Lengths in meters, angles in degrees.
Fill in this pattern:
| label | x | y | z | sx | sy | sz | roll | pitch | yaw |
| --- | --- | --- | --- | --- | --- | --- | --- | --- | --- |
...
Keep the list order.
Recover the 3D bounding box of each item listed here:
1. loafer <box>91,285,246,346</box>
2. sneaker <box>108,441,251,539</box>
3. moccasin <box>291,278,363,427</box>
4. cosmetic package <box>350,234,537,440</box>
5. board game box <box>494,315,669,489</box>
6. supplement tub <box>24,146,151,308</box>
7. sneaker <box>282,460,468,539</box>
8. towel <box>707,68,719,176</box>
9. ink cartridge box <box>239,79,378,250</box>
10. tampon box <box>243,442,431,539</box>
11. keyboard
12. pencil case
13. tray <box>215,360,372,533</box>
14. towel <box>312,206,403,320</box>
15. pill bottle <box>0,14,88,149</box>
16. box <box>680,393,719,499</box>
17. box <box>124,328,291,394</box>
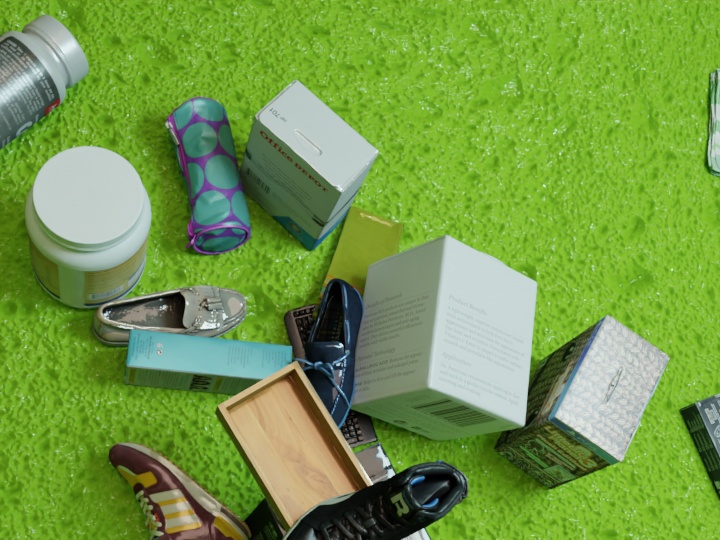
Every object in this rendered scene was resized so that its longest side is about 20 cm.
| label | x | y | z | sx | sy | sz | roll | pitch | yaw |
| --- | --- | --- | --- | --- | --- | --- | --- | --- | --- |
| loafer | -0.239 | 0.056 | 1.259 | 0.200 | 0.063 | 0.072 | -8 | 70 | -18 |
| sneaker | -0.229 | 0.285 | 1.164 | 0.200 | 0.075 | 0.090 | 36 | 61 | 2 |
| moccasin | -0.047 | 0.103 | 1.231 | 0.080 | 0.068 | 0.200 | -6 | 60 | 20 |
| cosmetic package | 0.104 | 0.091 | 1.257 | 0.165 | 0.165 | 0.200 | 26 | 61 | -31 |
| board game box | 0.281 | 0.175 | 1.278 | 0.097 | 0.200 | 0.160 | 34 | 64 | 0 |
| supplement tub | -0.329 | -0.050 | 1.201 | 0.144 | 0.200 | 0.145 | 6 | 67 | -14 |
| sneaker | 0.012 | 0.238 | 0.966 | 0.200 | 0.112 | 0.073 | -24 | 75 | -22 |
| towel | 0.646 | -0.231 | 1.639 | 0.152 | 0.023 | 0.200 | 15 | 65 | -10 |
| ink cartridge box | -0.075 | -0.133 | 1.304 | 0.146 | 0.200 | 0.086 | 42 | 64 | 3 |
| tampon box | -0.033 | 0.301 | 1.140 | 0.150 | 0.200 | 0.126 | -23 | 76 | -21 |
| keyboard | -0.026 | 0.132 | 1.301 | 0.104 | 0.040 | 0.200 | -13 | 74 | -19 |
| pencil case | -0.206 | -0.126 | 1.329 | 0.092 | 0.085 | 0.200 | -3 | 68 | -33 |
| tray | -0.059 | 0.207 | 1.042 | 0.099 | 0.037 | 0.200 | -28 | 79 | -23 |
| towel | 0.000 | 0.000 | 1.354 | 0.086 | 0.018 | 0.200 | 22 | 55 | -7 |
| pill bottle | -0.460 | -0.238 | 1.289 | 0.114 | 0.114 | 0.200 | 43 | 64 | 4 |
| box | 0.569 | 0.263 | 1.408 | 0.160 | 0.044 | 0.200 | -15 | 74 | -20 |
| box | -0.191 | 0.118 | 1.237 | 0.199 | 0.082 | 0.049 | 7 | 67 | -13 |
